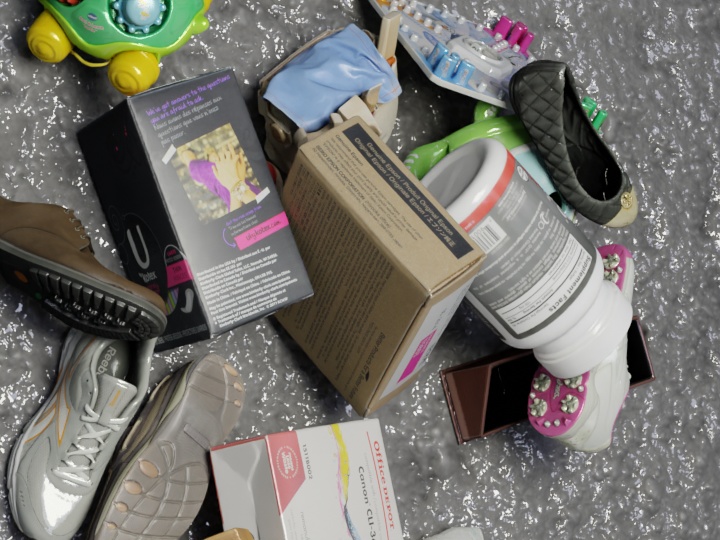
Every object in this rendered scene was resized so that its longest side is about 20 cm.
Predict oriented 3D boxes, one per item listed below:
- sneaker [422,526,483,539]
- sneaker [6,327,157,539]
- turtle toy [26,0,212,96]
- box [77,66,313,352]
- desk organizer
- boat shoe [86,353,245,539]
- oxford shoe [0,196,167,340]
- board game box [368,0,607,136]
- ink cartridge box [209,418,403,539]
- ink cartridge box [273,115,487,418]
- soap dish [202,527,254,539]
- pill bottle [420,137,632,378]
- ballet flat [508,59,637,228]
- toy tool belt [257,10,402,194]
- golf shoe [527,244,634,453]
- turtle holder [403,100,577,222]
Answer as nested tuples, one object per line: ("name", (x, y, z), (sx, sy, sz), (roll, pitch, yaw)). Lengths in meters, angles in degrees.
("sneaker", (0.115, 0.331, 1.414), (0.088, 0.075, 0.202), (-12, 86, -45))
("sneaker", (-0.215, 0.118, 1.225), (0.075, 0.092, 0.202), (25, 69, -27))
("turtle toy", (-0.213, -0.241, 1.273), (0.198, 0.102, 0.146), (23, 52, 6))
("box", (-0.138, -0.048, 1.287), (0.105, 0.122, 0.202), (-21, 92, -32))
("desk organizer", (0.182, 0.102, 1.492), (0.198, 0.077, 0.073), (-15, 89, -34))
("boat shoe", (-0.163, 0.158, 1.263), (0.075, 0.073, 0.201), (48, 54, -22))
("oxford shoe", (-0.230, -0.012, 1.210), (0.198, 0.073, 0.085), (26, 57, 10))
("board game box", (0.115, -0.206, 1.455), (0.198, 0.201, 0.026), (14, 117, -32))
("ink cartridge box", (-0.031, 0.189, 1.304), (0.199, 0.067, 0.118), (-2, 78, -56))
("ink cartridge box", (0.000, 0.000, 1.293), (0.075, 0.201, 0.165), (-32, 71, -34))
("soap dish", (-0.139, 0.293, 1.191), (0.159, 0.198, 0.081), (65, 20, -4))
("pill bottle", (0.136, -0.007, 1.336), (0.200, 0.115, 0.116), (45, 61, -21))
("ballet flat", (0.197, -0.106, 1.384), (0.200, 0.056, 0.067), (48, 56, -34))
("toy tool belt", (-0.038, -0.142, 1.363), (0.125, 0.123, 0.200), (40, 59, 9))
("golf shoe", (0.216, 0.074, 1.439), (0.091, 0.075, 0.202), (39, 64, -37))
("turtle holder", (0.126, -0.077, 1.436), (0.185, 0.140, 0.133), (16, 52, -59))
